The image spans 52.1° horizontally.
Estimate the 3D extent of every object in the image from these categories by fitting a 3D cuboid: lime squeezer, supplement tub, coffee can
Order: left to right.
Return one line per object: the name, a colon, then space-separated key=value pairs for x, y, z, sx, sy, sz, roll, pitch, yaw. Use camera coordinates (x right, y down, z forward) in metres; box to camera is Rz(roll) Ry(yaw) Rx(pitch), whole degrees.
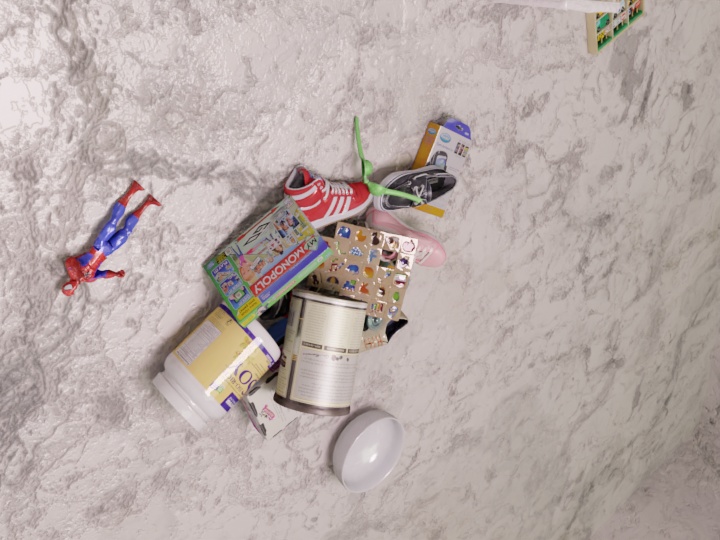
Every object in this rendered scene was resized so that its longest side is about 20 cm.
supplement tub: x=-0.255 y=0.167 z=1.309 sx=0.200 sy=0.144 sz=0.147 roll=-45 pitch=136 yaw=-14
coffee can: x=-0.072 y=0.146 z=1.340 sx=0.144 sy=0.144 sz=0.206 roll=10 pitch=91 yaw=-45
lime squeezer: x=0.030 y=-0.189 z=1.394 sx=0.070 sy=0.038 sz=0.201 roll=-38 pitch=96 yaw=11

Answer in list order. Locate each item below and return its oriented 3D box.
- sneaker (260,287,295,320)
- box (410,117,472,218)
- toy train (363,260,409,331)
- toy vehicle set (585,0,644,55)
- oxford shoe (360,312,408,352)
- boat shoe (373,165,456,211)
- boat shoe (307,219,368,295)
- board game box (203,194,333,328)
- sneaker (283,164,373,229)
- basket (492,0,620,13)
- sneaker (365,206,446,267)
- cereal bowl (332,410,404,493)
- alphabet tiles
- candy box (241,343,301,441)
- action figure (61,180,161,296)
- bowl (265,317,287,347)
sneaker: x=-0.162 y=0.008 z=1.361 sx=0.097 sy=0.070 sz=0.205 roll=-21 pitch=127 yaw=-36
box: x=0.165 y=-0.223 z=1.569 sx=0.118 sy=0.041 sz=0.204 roll=12 pitch=102 yaw=-46
toy train: x=0.025 y=0.035 z=1.539 sx=0.201 sy=0.084 sz=0.115 roll=-52 pitch=130 yaw=-23
toy vehicle set: x=0.616 y=-0.628 z=1.775 sx=0.199 sy=0.026 sz=0.126 roll=-41 pitch=135 yaw=-19
oxford shoe: x=0.019 y=0.140 z=1.606 sx=0.199 sy=0.073 sz=0.072 roll=-37 pitch=134 yaw=-22
boat shoe: x=0.113 y=-0.159 z=1.471 sx=0.197 sy=0.067 sz=0.074 roll=-19 pitch=122 yaw=-37
boat shoe: x=-0.048 y=-0.013 z=1.463 sx=0.059 sy=0.072 sz=0.203 roll=25 pitch=96 yaw=-19
board game box: x=-0.160 y=-0.018 z=1.271 sx=0.199 sy=0.135 sz=0.029 roll=-39 pitch=153 yaw=-1
sneaker: x=-0.058 y=-0.152 z=1.371 sx=0.197 sy=0.071 sz=0.115 roll=-27 pitch=132 yaw=-27
basket: x=0.394 y=-0.603 z=1.460 sx=0.195 sy=0.198 sz=0.165 roll=-13 pitch=116 yaw=-38
sneaker: x=0.091 y=-0.042 z=1.496 sx=0.198 sy=0.106 sz=0.075 roll=31 pitch=125 yaw=-19
cereal bowl: x=0.009 y=0.417 z=1.746 sx=0.197 sy=0.083 sz=0.205 roll=-22 pitch=126 yaw=-34
alphabet tiles: x=0.000 y=0.000 z=1.432 sx=0.195 sy=0.008 sz=0.171 roll=12 pitch=104 yaw=-9
candy box: x=-0.140 y=0.218 z=1.451 sx=0.198 sy=0.061 sz=0.139 roll=-36 pitch=132 yaw=-24
action figure: x=-0.378 y=-0.032 z=1.120 sx=0.201 sy=0.098 sz=0.065 roll=-51 pitch=136 yaw=-5
bowl: x=-0.144 y=0.193 z=1.507 sx=0.198 sy=0.039 sz=0.205 roll=-22 pitch=127 yaw=-33
